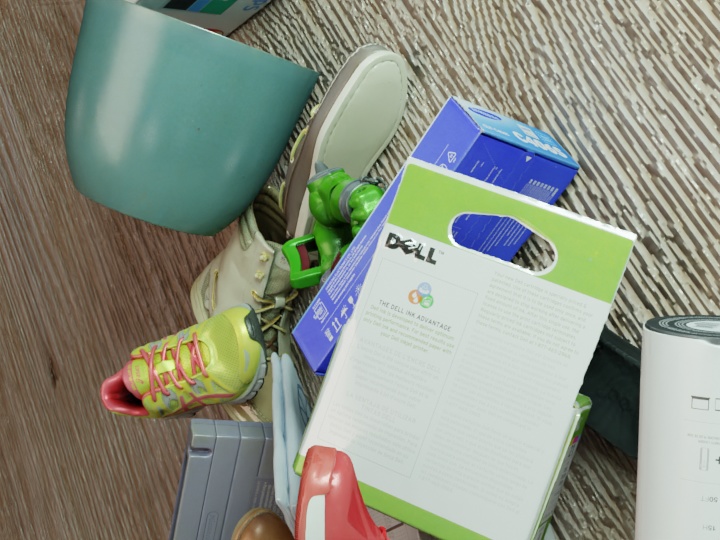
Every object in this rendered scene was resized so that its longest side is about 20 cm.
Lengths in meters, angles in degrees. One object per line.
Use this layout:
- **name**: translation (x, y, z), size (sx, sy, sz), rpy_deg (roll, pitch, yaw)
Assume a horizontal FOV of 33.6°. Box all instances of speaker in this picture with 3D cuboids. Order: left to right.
- **speaker**: translation (0.188, 0.128, 0.638), size (0.081, 0.081, 0.200), rpy_deg (10, 102, 56)

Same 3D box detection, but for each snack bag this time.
- **snack bag**: translation (-0.029, 0.187, 0.896), size (0.189, 0.021, 0.200), rpy_deg (-102, -6, -60)

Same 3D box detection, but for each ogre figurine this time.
- **ogre figurine**: translation (0.000, 0.000, 0.889), size (0.200, 0.098, 0.120), rpy_deg (55, 180, -44)

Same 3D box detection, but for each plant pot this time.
- **plant pot**: translation (-0.154, -0.123, 0.994), size (0.201, 0.200, 0.161), rpy_deg (31, 103, 52)

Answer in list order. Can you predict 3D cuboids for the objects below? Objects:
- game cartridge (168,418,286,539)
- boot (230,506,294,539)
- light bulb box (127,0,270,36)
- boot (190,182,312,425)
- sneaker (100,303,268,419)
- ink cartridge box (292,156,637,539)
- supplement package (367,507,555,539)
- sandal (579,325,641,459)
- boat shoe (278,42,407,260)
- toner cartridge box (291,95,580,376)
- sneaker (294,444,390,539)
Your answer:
- **game cartridge**: translation (-0.100, 0.221, 1.045), size (0.038, 0.130, 0.200), rpy_deg (-122, 41, -57)
- **boot**: translation (-0.025, 0.293, 0.979), size (0.155, 0.074, 0.200), rpy_deg (-2, 111, 51)
- **light bulb box**: translation (-0.156, -0.332, 1.078), size (0.198, 0.125, 0.200), rpy_deg (-19, 77, 56)
- **boot**: translation (-0.079, 0.039, 1.050), size (0.155, 0.072, 0.200), rpy_deg (-55, 49, 40)
- **sneaker**: translation (-0.154, 0.088, 1.019), size (0.200, 0.090, 0.078), rpy_deg (-35, 65, 44)
- **ink cartridge box**: translation (0.067, 0.053, 0.710), size (0.148, 0.076, 0.200), rpy_deg (21, 93, 18)
- **supplement package**: translation (0.056, 0.184, 0.818), size (0.114, 0.109, 0.200), rpy_deg (-39, 61, 51)
- **sandal**: translation (0.121, 0.055, 0.761), size (0.200, 0.048, 0.075), rpy_deg (30, 118, 51)
- **boat shoe**: translation (-0.020, -0.099, 0.944), size (0.060, 0.072, 0.200), rpy_deg (55, 141, 34)
- **toner cartridge box**: translation (0.047, -0.011, 0.783), size (0.200, 0.095, 0.043), rpy_deg (-55, 45, 23)
- **sneaker**: translation (0.032, 0.180, 0.677), size (0.078, 0.115, 0.200), rpy_deg (-82, -15, -58)
